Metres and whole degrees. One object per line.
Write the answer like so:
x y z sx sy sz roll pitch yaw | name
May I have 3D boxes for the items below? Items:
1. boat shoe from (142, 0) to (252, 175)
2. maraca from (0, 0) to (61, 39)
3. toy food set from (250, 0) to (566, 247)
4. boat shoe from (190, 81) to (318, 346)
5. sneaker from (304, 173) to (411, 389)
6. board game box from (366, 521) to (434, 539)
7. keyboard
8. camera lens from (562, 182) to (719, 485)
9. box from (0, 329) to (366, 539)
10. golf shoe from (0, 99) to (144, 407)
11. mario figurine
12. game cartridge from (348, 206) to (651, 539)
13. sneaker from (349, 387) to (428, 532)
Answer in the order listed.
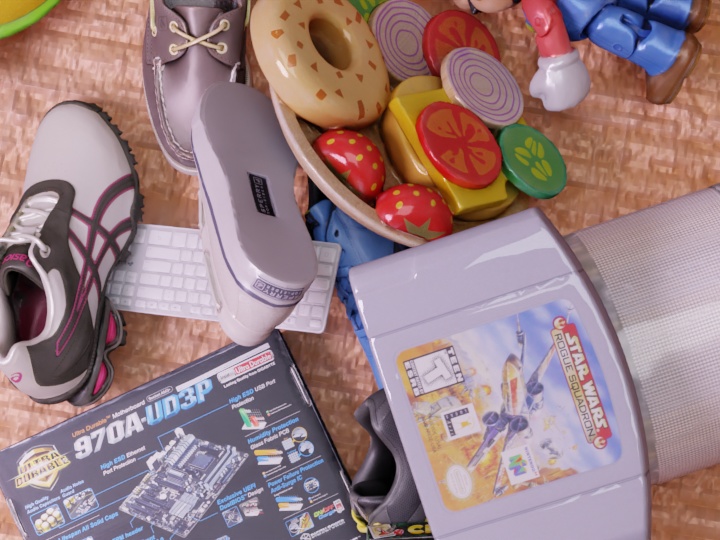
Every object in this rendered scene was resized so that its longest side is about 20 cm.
-0.103 -0.163 1.427 0.072 0.060 0.200 4 81 0 | boat shoe
-0.248 -0.201 1.409 0.137 0.107 0.200 33 83 4 | maraca
0.030 -0.099 1.375 0.198 0.049 0.200 -15 68 -45 | toy food set
-0.072 -0.034 1.340 0.071 0.070 0.200 15 36 -26 | boat shoe
0.000 0.000 1.385 0.078 0.066 0.200 -3 75 -35 | sneaker
0.059 0.237 1.329 0.105 0.023 0.200 -3 115 -2 | board game box
-0.106 0.002 1.387 0.200 0.011 0.056 6 83 25 | keyboard
0.173 0.046 1.344 0.200 0.160 0.160 -18 82 -3 | camera lens
-0.108 0.146 1.385 0.200 0.046 0.159 -25 82 -4 | box
-0.185 -0.018 1.376 0.077 0.088 0.200 -9 70 24 | golf shoe
0.115 -0.173 1.423 0.200 0.123 0.106 25 109 -7 | mario figurine
0.085 0.073 1.250 0.133 0.042 0.200 -19 90 15 | game cartridge
0.031 0.152 1.344 0.084 0.074 0.200 -5 104 -22 | sneaker
